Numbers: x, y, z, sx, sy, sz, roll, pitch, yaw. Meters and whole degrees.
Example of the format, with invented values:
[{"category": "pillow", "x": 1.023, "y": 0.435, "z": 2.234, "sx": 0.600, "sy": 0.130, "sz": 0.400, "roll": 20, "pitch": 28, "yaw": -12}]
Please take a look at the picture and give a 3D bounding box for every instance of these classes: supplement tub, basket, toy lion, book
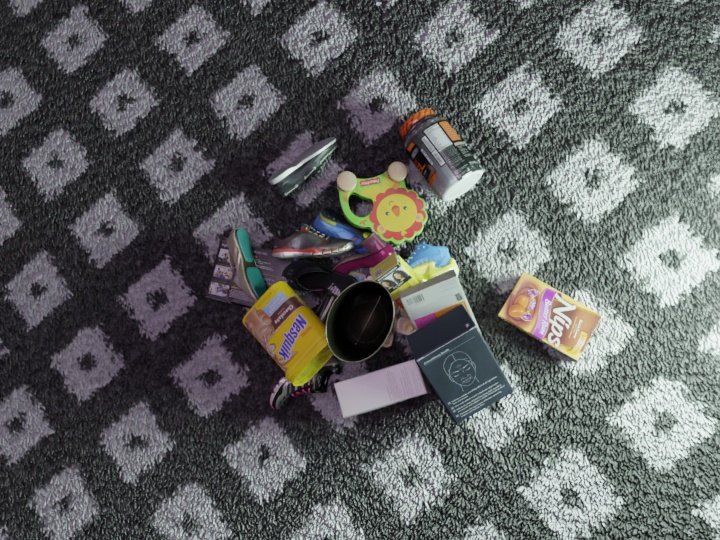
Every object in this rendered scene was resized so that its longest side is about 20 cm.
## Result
[{"category": "supplement tub", "x": 0.185, "y": -0.273, "z": 1.649, "sx": 0.122, "sy": 0.123, "sz": 0.200, "roll": -35, "pitch": 76, "yaw": 4}, {"category": "basket", "x": 0.011, "y": 0.114, "z": 1.564, "sx": 0.136, "sy": 0.200, "sz": 0.181, "roll": 27, "pitch": 90, "yaw": 9}, {"category": "toy lion", "x": 0.054, "y": -0.151, "z": 1.675, "sx": 0.199, "sy": 0.069, "sz": 0.193, "roll": -10, "pitch": 81, "yaw": -3}, {"category": "book", "x": 0.183, "y": 0.108, "z": 1.565, "sx": 0.133, "sy": 0.048, "sz": 0.201, "roll": -22, "pitch": 120, "yaw": 7}]

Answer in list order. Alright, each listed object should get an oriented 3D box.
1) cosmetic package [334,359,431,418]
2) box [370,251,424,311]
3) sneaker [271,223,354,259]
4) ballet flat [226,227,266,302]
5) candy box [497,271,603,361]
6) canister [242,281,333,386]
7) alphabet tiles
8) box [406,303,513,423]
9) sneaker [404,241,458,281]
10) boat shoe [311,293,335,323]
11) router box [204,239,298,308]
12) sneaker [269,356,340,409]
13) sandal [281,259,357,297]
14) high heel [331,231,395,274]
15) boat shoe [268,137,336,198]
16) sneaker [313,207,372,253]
[{"category": "cosmetic package", "x": 0.051, "y": 0.267, "z": 1.600, "sx": 0.199, "sy": 0.108, "sz": 0.085, "roll": -20, "pitch": 79, "yaw": 10}, {"category": "box", "x": 0.112, "y": 0.049, "z": 1.576, "sx": 0.075, "sy": 0.200, "sz": 0.050, "roll": -35, "pitch": 33, "yaw": 17}, {"category": "sneaker", "x": -0.114, "y": -0.072, "z": 1.656, "sx": 0.199, "sy": 0.077, "sz": 0.082, "roll": -3, "pitch": 85, "yaw": 6}, {"category": "ballet flat", "x": -0.279, "y": -0.004, "z": 1.685, "sx": 0.069, "sy": 0.069, "sz": 0.201, "roll": -20, "pitch": 73, "yaw": 8}, {"category": "candy box", "x": 0.423, "y": 0.103, "z": 1.576, "sx": 0.199, "sy": 0.056, "sz": 0.117, "roll": 30, "pitch": 87, "yaw": 13}, {"category": "canister", "x": -0.161, "y": 0.142, "z": 1.611, "sx": 0.149, "sy": 0.087, "sz": 0.200, "roll": -48, "pitch": 68, "yaw": 7}, {"category": "alphabet tiles", "x": 0.049, "y": 0.078, "z": 1.678, "sx": 0.195, "sy": 0.015, "sz": 0.201, "roll": 13, "pitch": 84, "yaw": 13}, {"category": "box", "x": 0.215, "y": 0.203, "z": 1.527, "sx": 0.148, "sy": 0.107, "sz": 0.200, "roll": -30, "pitch": 116, "yaw": 5}, {"category": "sneaker", "x": 0.125, "y": -0.004, "z": 1.644, "sx": 0.199, "sy": 0.076, "sz": 0.106, "roll": -12, "pitch": 62, "yaw": 3}, {"category": "boat shoe", "x": -0.116, "y": 0.120, "z": 1.675, "sx": 0.067, "sy": 0.072, "sz": 0.201, "roll": 31, "pitch": 90, "yaw": 11}, {"category": "router box", "x": -0.268, "y": 0.017, "z": 1.733, "sx": 0.199, "sy": 0.051, "sz": 0.150, "roll": 13, "pitch": 82, "yaw": 13}, {"category": "sneaker", "x": -0.125, "y": 0.267, "z": 1.652, "sx": 0.200, "sy": 0.074, "sz": 0.087, "roll": -43, "pitch": 70, "yaw": -2}, {"category": "sandal", "x": -0.100, "y": 0.020, "z": 1.637, "sx": 0.199, "sy": 0.048, "sz": 0.076, "roll": 11, "pitch": 97, "yaw": 23}, {"category": "high heel", "x": 0.000, "y": 0.000, "z": 1.657, "sx": 0.096, "sy": 0.067, "sz": 0.200, "roll": 47, "pitch": 126, "yaw": -4}, {"category": "boat shoe", "x": -0.135, "y": -0.257, "z": 1.746, "sx": 0.200, "sy": 0.076, "sz": 0.060, "roll": -35, "pitch": 114, "yaw": -5}, {"category": "sneaker", "x": -0.023, "y": -0.075, "z": 1.701, "sx": 0.199, "sy": 0.066, "sz": 0.079, "roll": 28, "pitch": 123, "yaw": 5}]
